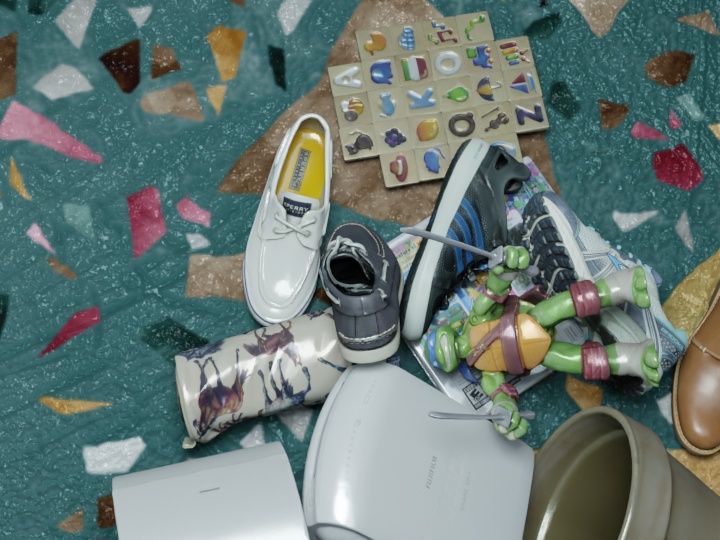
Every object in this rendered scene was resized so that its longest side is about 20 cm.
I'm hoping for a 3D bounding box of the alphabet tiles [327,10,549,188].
[{"bbox_3d":[0.074,-0.165,1.287,0.199,0.006,0.167,-10,71,-5],"label":"alphabet tiles"}]

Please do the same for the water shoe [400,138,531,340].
[{"bbox_3d":[0.096,-0.023,1.203,0.079,0.072,0.201,22,74,-2],"label":"water shoe"}]

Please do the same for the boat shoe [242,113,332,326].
[{"bbox_3d":[-0.061,-0.048,1.216,0.071,0.070,0.201,14,73,-2],"label":"boat shoe"}]

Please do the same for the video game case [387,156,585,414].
[{"bbox_3d":[0.127,0.018,1.243,0.200,0.024,0.182,-32,79,-13],"label":"video game case"}]

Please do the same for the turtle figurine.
[{"bbox_3d":[0.143,0.058,1.102,0.193,0.200,0.145,-9,61,8],"label":"turtle figurine"}]

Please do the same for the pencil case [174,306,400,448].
[{"bbox_3d":[-0.068,0.090,1.171,0.199,0.078,0.090,-16,90,-10],"label":"pencil case"}]

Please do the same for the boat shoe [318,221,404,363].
[{"bbox_3d":[0.000,0.000,1.152,0.072,0.063,0.200,-10,30,1],"label":"boat shoe"}]

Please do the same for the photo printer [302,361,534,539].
[{"bbox_3d":[0.045,0.178,1.113,0.200,0.069,0.167,33,53,-22],"label":"photo printer"}]

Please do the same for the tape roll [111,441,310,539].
[{"bbox_3d":[-0.109,0.246,1.059,0.139,0.203,0.204,-10,75,-9],"label":"tape roll"}]

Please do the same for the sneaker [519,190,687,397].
[{"bbox_3d":[0.219,0.011,1.213,0.086,0.078,0.200,-30,86,-25],"label":"sneaker"}]

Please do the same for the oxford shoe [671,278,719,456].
[{"bbox_3d":[0.337,0.072,1.227,0.071,0.071,0.201,22,74,-1],"label":"oxford shoe"}]

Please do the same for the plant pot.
[{"bbox_3d":[0.237,0.238,1.119,0.173,0.200,0.201,26,72,-15],"label":"plant pot"}]
